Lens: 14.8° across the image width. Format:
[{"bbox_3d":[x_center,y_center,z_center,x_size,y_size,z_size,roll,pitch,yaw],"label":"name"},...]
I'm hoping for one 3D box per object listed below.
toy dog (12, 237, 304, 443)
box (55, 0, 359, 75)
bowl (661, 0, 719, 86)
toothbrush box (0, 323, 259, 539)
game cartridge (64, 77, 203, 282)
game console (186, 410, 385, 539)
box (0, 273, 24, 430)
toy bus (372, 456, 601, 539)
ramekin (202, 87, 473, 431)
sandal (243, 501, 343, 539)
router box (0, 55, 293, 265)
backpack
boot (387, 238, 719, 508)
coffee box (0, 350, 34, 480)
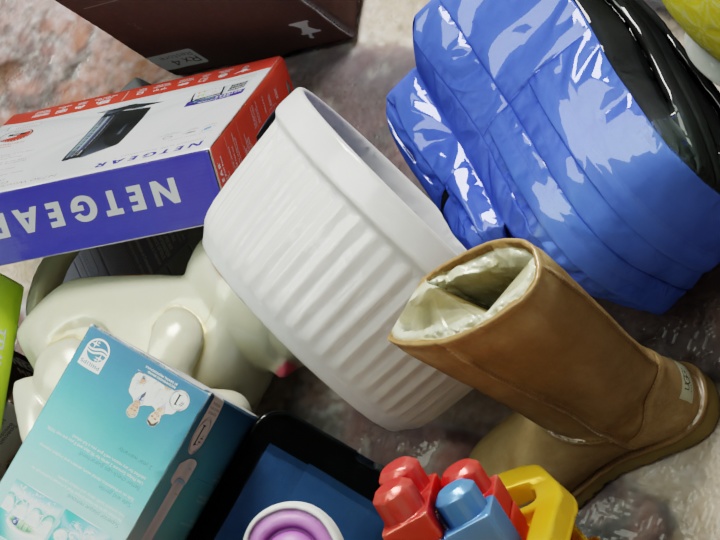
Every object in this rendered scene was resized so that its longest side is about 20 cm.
[{"bbox_3d":[-0.104,0.043,1.728,0.199,0.140,0.195,-29,53,13],"label":"toy dog"},{"bbox_3d":[-0.100,-0.263,1.850,0.165,0.164,0.201,-9,63,37],"label":"box"},{"bbox_3d":[0.234,-0.156,1.526,0.201,0.199,0.108,61,141,41],"label":"bowl"},{"bbox_3d":[-0.150,0.145,1.568,0.085,0.146,0.201,28,87,13],"label":"toothbrush box"},{"bbox_3d":[-0.152,-0.025,1.867,0.129,0.038,0.200,-39,48,13],"label":"game cartridge"},{"bbox_3d":[-0.017,0.210,1.570,0.170,0.118,0.201,28,88,45],"label":"game console"},{"bbox_3d":[-0.281,0.103,1.741,0.121,0.048,0.201,-11,61,36],"label":"box"},{"bbox_3d":[0.079,0.168,1.415,0.135,0.193,0.200,-31,8,15],"label":"toy bus"},{"bbox_3d":[0.000,0.000,1.586,0.105,0.200,0.200,-45,46,5],"label":"ramekin"},{"bbox_3d":[-0.023,0.226,1.507,0.082,0.050,0.204,-23,78,7],"label":"sandal"},{"bbox_3d":[-0.155,-0.068,1.765,0.199,0.049,0.180,-11,19,17],"label":"router box"},{"bbox_3d":[0.127,-0.066,1.567,0.168,0.162,0.200,-47,58,19],"label":"backpack"},{"bbox_3d":[0.079,0.062,1.505,0.175,0.200,0.066,-31,53,25],"label":"boot"},{"bbox_3d":[-0.269,0.150,1.819,0.200,0.113,0.080,-47,47,10],"label":"coffee box"}]
